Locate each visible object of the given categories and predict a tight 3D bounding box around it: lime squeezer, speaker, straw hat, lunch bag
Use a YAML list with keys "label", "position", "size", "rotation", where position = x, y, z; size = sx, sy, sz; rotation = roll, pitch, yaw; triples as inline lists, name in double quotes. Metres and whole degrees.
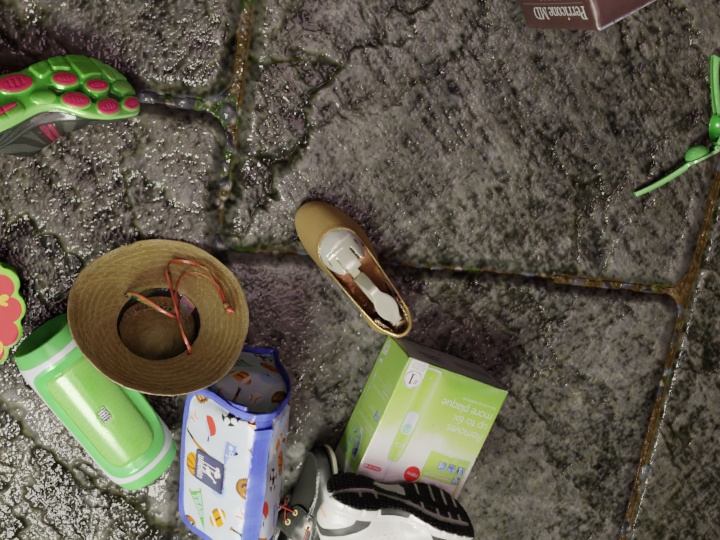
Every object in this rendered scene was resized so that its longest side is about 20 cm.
- label: "lime squeezer"
  position: [0.429, -0.168, 1.161]
  size: [0.070, 0.038, 0.201]
  rotation: [26, 97, -22]
- label: "speaker"
  position: [-0.288, 0.146, 1.002]
  size: [0.088, 0.088, 0.201]
  rotation: [-34, 113, -5]
- label: "straw hat"
  position: [-0.221, 0.068, 0.987]
  size: [0.200, 0.202, 0.085]
  rotation: [11, 141, -20]
- label: "lunch bag"
  position: [-0.137, 0.191, 1.000]
  size: [0.123, 0.200, 0.171]
  rotation: [3, 106, -18]

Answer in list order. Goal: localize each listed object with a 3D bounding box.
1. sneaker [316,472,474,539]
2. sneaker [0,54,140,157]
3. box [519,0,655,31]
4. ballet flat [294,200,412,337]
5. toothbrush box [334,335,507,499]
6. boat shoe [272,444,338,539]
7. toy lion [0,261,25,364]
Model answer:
- label: "sneaker"
  position: [0.039, 0.296, 1.075]
  size: [0.199, 0.074, 0.080]
  rotation: [17, 117, -15]
- label: "sneaker"
  position: [-0.322, -0.162, 0.914]
  size: [0.199, 0.084, 0.077]
  rotation: [-14, 77, -28]
- label: "box"
  position: [0.248, -0.384, 0.970]
  size: [0.164, 0.166, 0.201]
  rotation: [-29, 111, -8]
- label: "ballet flat"
  position: [0.000, 0.000, 1.061]
  size: [0.069, 0.063, 0.200]
  rotation: [-42, 113, -3]
- label: "toothbrush box"
  position: [0.068, 0.201, 1.130]
  size: [0.145, 0.086, 0.201]
  rotation: [22, 100, -21]
- label: "boat shoe"
  position: [-0.073, 0.309, 1.122]
  size: [0.063, 0.074, 0.203]
  rotation: [6, 108, -26]
- label: "toy lion"
  position: [-0.452, 0.025, 0.932]
  size: [0.191, 0.069, 0.201]
  rotation: [-23, 111, -17]
